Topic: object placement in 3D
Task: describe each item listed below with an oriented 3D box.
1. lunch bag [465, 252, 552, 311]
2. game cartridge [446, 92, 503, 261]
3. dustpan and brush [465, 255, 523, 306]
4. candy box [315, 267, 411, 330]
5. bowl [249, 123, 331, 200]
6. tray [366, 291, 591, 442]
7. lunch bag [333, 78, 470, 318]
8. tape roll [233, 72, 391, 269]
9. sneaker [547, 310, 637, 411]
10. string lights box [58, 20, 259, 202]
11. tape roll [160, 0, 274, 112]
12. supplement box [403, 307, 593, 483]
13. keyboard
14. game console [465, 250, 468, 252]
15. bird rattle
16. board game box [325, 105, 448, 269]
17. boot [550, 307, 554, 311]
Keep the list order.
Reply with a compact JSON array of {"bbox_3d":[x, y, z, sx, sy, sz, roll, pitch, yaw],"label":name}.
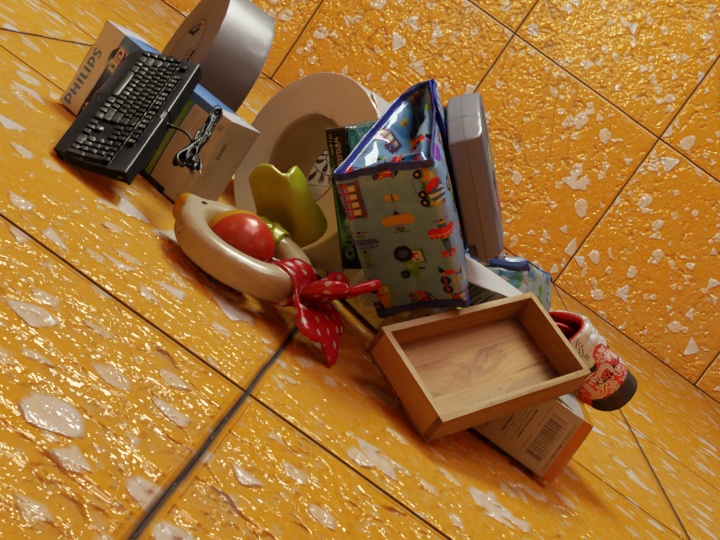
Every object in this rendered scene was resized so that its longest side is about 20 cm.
[{"bbox_3d":[0.165,0.024,1.522,0.160,0.083,0.200,2,-6,25],"label":"lunch bag"},{"bbox_3d":[0.112,-0.102,1.104,0.200,0.041,0.134,-74,149,-70],"label":"game cartridge"},{"bbox_3d":[0.088,0.005,1.199,0.139,0.057,0.200,21,15,-41],"label":"dustpan and brush"},{"bbox_3d":[0.000,0.000,1.277,0.200,0.055,0.115,43,10,34],"label":"candy box"},{"bbox_3d":[-0.064,-0.113,1.389,0.199,0.095,0.201,-1,-10,0],"label":"bowl"},{"bbox_3d":[0.109,0.082,1.012,0.199,0.037,0.099,-10,56,-42],"label":"tray"},{"bbox_3d":[0.056,-0.077,1.067,0.200,0.093,0.151,-69,147,-55],"label":"lunch bag"},{"bbox_3d":[-0.039,-0.107,1.216,0.071,0.203,0.202,25,14,-50],"label":"tape roll"},{"bbox_3d":[0.200,0.093,1.225,0.108,0.067,0.201,51,-25,-19],"label":"sneaker"},{"bbox_3d":[-0.210,-0.160,1.169,0.200,0.103,0.059,40,12,23],"label":"string lights box"},{"bbox_3d":[-0.183,-0.228,1.305,0.066,0.201,0.200,32,10,-25],"label":"tape roll"},{"bbox_3d":[0.124,0.110,1.119,0.199,0.074,0.126,36,8,2],"label":"supplement box"},{"bbox_3d":[-0.191,-0.144,1.056,0.126,0.021,0.201,19,41,0],"label":"keyboard"},{"bbox_3d":[0.067,-0.052,1.583,0.200,0.170,0.119,8,55,-63],"label":"game console"},{"bbox_3d":[-0.087,-0.005,0.988,0.162,0.113,0.201,16,31,-30],"label":"bird rattle"},{"bbox_3d":[0.042,-0.088,1.137,0.028,0.137,0.199,0,12,37],"label":"board game box"},{"bbox_3d":[0.265,0.074,1.805,0.199,0.073,0.155,37,10,-2],"label":"boot"}]
